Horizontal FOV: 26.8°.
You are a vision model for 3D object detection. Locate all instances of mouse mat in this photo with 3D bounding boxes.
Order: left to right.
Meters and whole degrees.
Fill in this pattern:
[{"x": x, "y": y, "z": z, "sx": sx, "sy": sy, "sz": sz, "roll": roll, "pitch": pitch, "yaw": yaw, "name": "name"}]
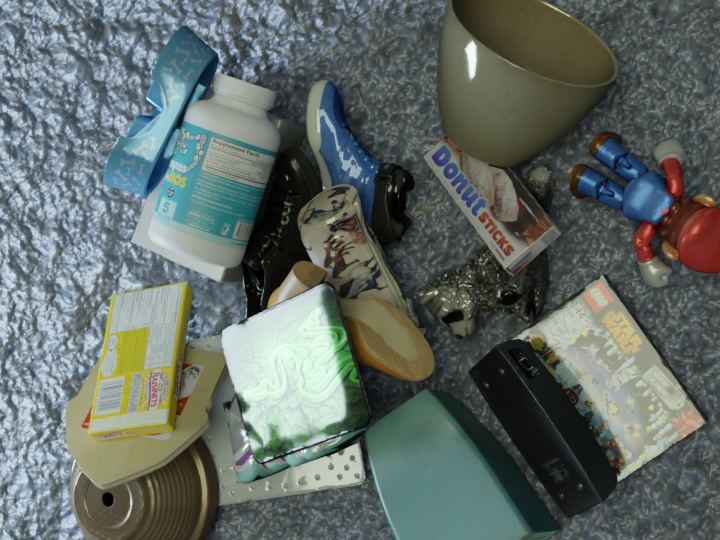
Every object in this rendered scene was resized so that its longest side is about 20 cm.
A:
[{"x": -0.075, "y": 0.115, "z": 1.655, "sx": 0.199, "sy": 0.008, "sz": 0.162, "roll": -25, "pitch": 78, "yaw": 41, "name": "mouse mat"}]

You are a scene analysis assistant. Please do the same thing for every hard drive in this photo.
[{"x": 0.202, "y": 0.172, "z": 1.665, "sx": 0.042, "sy": 0.135, "sz": 0.201, "roll": -31, "pitch": 81, "yaw": -19, "name": "hard drive"}]

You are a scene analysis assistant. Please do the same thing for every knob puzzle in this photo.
[{"x": -0.259, "y": 0.175, "z": 1.773, "sx": 0.218, "sy": 0.031, "sz": 0.220, "roll": -12, "pitch": 45, "yaw": 12, "name": "knob puzzle"}]

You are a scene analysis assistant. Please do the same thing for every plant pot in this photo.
[{"x": -0.277, "y": 0.265, "z": 1.803, "sx": 0.200, "sy": 0.093, "sz": 0.202, "roll": 0, "pitch": 90, "yaw": 25, "name": "plant pot"}, {"x": 0.099, "y": 0.242, "z": 1.690, "sx": 0.141, "sy": 0.141, "sz": 0.201, "roll": -36, "pitch": 71, "yaw": 13, "name": "plant pot"}]

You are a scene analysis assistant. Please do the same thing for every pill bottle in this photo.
[{"x": -0.155, "y": -0.112, "z": 1.672, "sx": 0.110, "sy": 0.111, "sz": 0.201, "roll": 20, "pitch": 94, "yaw": 15, "name": "pill bottle"}]

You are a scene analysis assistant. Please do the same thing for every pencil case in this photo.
[{"x": 0.000, "y": 0.000, "z": 1.704, "sx": 0.089, "sy": 0.078, "sz": 0.201, "roll": -15, "pitch": 116, "yaw": 25, "name": "pencil case"}]

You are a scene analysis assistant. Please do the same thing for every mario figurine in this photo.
[{"x": 0.330, "y": -0.064, "z": 1.666, "sx": 0.200, "sy": 0.106, "sz": 0.124, "roll": 39, "pitch": 136, "yaw": 23, "name": "mario figurine"}]

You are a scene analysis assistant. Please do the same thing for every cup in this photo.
[{"x": 0.163, "y": -0.201, "z": 1.657, "sx": 0.200, "sy": 0.200, "sz": 0.144, "roll": 34, "pitch": 125, "yaw": 13, "name": "cup"}]

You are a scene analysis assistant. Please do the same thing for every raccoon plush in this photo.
[{"x": 0.145, "y": -0.019, "z": 1.718, "sx": 0.133, "sy": 0.097, "sz": 0.201, "roll": 6, "pitch": 66, "yaw": 27, "name": "raccoon plush"}]

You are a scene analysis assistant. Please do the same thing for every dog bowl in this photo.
[{"x": -0.220, "y": -0.173, "z": 1.695, "sx": 0.049, "sy": 0.111, "sz": 0.201, "roll": 29, "pitch": 97, "yaw": 2, "name": "dog bowl"}]

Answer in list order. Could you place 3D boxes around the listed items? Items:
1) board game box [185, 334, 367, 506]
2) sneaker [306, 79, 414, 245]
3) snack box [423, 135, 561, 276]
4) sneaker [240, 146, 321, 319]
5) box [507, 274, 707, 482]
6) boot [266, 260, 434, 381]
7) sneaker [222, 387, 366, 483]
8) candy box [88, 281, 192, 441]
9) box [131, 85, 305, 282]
[{"x": -0.100, "y": 0.167, "z": 1.800, "sx": 0.199, "sy": 0.026, "sz": 0.201, "roll": -11, "pitch": 87, "yaw": 16, "name": "board game box"}, {"x": 0.006, "y": -0.125, "z": 1.741, "sx": 0.111, "sy": 0.077, "sz": 0.201, "roll": -7, "pitch": 92, "yaw": 22, "name": "sneaker"}, {"x": 0.144, "y": -0.085, "z": 1.683, "sx": 0.072, "sy": 0.024, "sz": 0.200, "roll": -43, "pitch": 49, "yaw": 12, "name": "snack box"}, {"x": -0.097, "y": -0.035, "z": 1.735, "sx": 0.060, "sy": 0.104, "sz": 0.201, "roll": 31, "pitch": 137, "yaw": 41, "name": "sneaker"}, {"x": 0.274, "y": 0.124, "z": 1.686, "sx": 0.137, "sy": 0.040, "sz": 0.200, "roll": -37, "pitch": 80, "yaw": 12, "name": "box"}, {"x": -0.018, "y": 0.086, "z": 1.688, "sx": 0.201, "sy": 0.071, "sz": 0.144, "roll": 36, "pitch": 140, "yaw": 9, "name": "boot"}, {"x": -0.088, "y": 0.154, "z": 1.720, "sx": 0.199, "sy": 0.078, "sz": 0.141, "roll": -24, "pitch": 82, "yaw": 36, "name": "sneaker"}, {"x": -0.259, "y": 0.106, "z": 1.788, "sx": 0.102, "sy": 0.026, "sz": 0.201, "roll": -8, "pitch": 51, "yaw": 14, "name": "candy box"}, {"x": -0.166, "y": -0.101, "z": 1.782, "sx": 0.124, "sy": 0.097, "sz": 0.201, "roll": 24, "pitch": 96, "yaw": 14, "name": "box"}]
